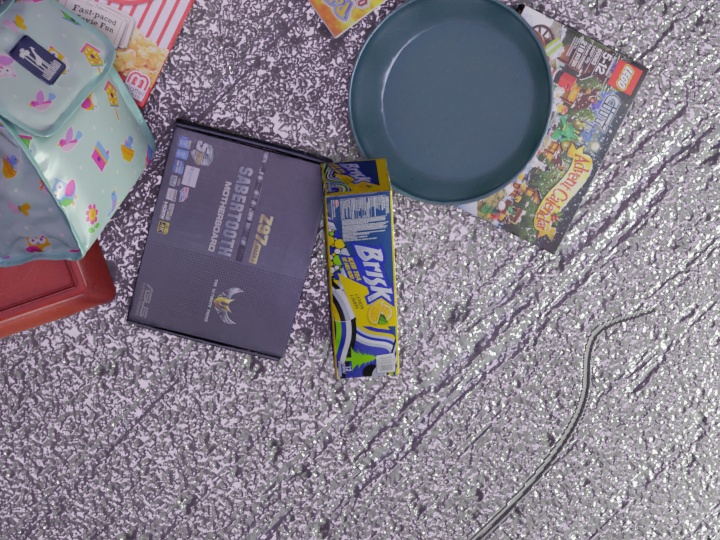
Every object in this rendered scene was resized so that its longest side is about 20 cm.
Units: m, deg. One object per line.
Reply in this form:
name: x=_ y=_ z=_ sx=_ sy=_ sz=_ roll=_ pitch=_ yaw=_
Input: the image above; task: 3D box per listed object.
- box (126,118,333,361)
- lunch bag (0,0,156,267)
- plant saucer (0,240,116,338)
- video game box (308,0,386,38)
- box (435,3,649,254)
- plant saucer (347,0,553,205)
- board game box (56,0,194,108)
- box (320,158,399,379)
box: x=-0.124 y=-0.029 z=1.662 sx=0.157 sy=0.051 sz=0.201 roll=15 pitch=100 yaw=-8
lunch bag: x=-0.285 y=-0.132 z=1.535 sx=0.121 sy=0.171 sz=0.201 roll=-4 pitch=125 yaw=27
plant saucer: x=-0.358 y=-0.031 z=1.654 sx=0.199 sy=0.037 sz=0.201 roll=-18 pitch=101 yaw=0
video game box: x=-0.008 y=-0.345 z=1.584 sx=0.182 sy=0.047 sz=0.200 roll=-34 pitch=99 yaw=21
box: x=0.169 y=-0.135 z=1.668 sx=0.136 sy=0.038 sz=0.201 roll=25 pitch=98 yaw=-7
plant saucer: x=0.087 y=-0.160 z=1.631 sx=0.199 sy=0.036 sz=0.201 roll=0 pitch=89 yaw=18
board game box: x=-0.225 y=-0.274 z=1.611 sx=0.151 sy=0.046 sz=0.201 roll=25 pitch=98 yaw=-8
box: x=0.000 y=0.000 z=1.638 sx=0.064 sy=0.070 sz=0.201 roll=-4 pitch=120 yaw=-3
